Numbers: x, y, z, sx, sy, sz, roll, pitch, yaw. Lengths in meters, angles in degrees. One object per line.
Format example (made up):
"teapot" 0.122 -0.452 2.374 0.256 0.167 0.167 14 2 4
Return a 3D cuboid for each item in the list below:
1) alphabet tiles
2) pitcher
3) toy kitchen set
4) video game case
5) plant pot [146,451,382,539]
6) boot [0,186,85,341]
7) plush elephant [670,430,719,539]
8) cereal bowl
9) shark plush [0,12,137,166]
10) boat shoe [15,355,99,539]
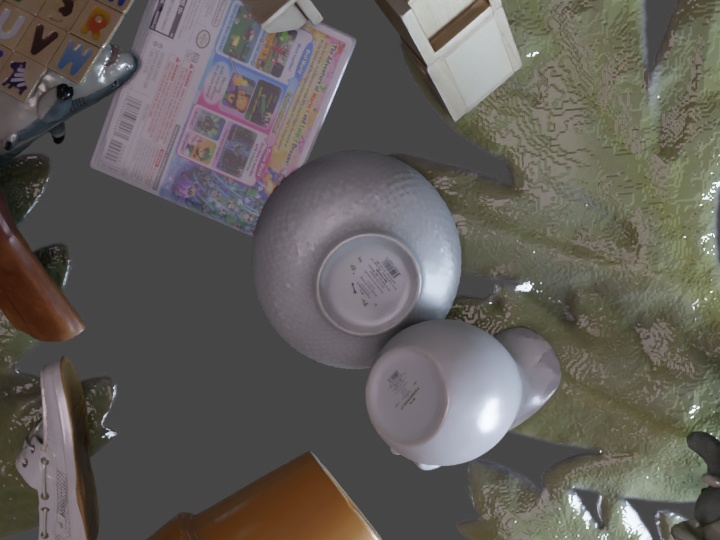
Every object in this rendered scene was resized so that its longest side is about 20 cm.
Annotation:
"alphabet tiles" -0.258 -0.240 0.772 0.165 0.006 0.202 27 80 13
"pitcher" 0.076 0.125 0.852 0.121 0.199 0.172 46 111 27
"toy kitchen set" 0.001 -0.229 0.809 0.163 0.180 0.201 -38 64 5
"video game case" -0.123 -0.150 0.850 0.180 0.024 0.202 22 102 -8
"plant pot" -0.077 0.278 0.892 0.183 0.200 0.201 -39 104 -9
"boot" -0.345 -0.031 0.844 0.186 0.069 0.202 6 136 33
"plush elephant" 0.381 0.202 0.912 0.154 0.163 0.203 -24 70 40
"cereal bowl" 0.000 0.000 0.852 0.197 0.083 0.203 -3 109 -8
"shark plush" -0.277 -0.121 0.819 0.091 0.083 0.201 48 110 23
"boat shoe" -0.294 0.180 0.905 0.068 0.071 0.203 -2 106 -4
